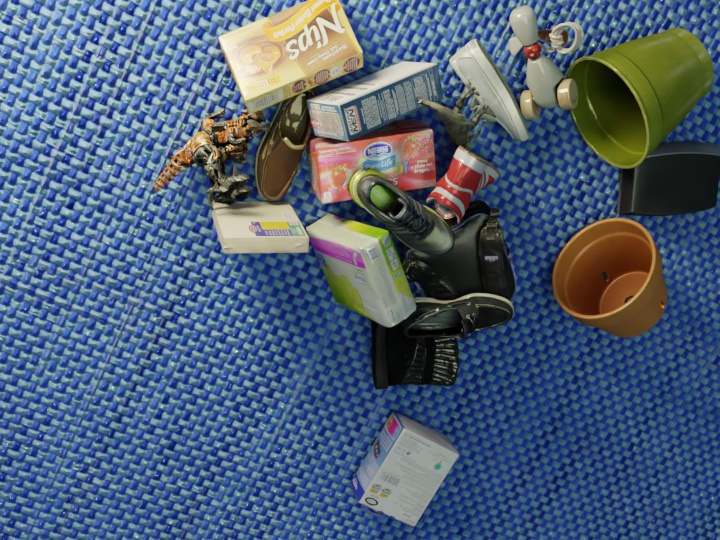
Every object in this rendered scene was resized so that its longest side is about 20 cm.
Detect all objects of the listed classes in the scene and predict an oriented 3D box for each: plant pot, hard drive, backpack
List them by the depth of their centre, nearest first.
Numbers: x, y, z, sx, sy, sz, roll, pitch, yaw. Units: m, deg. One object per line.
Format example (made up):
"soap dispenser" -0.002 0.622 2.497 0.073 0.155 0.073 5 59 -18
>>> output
"plant pot" 0.484 -0.308 1.599 0.191 0.200 0.203 -31 114 -16
"backpack" 0.173 -0.007 1.625 0.197 0.155 0.193 -22 111 11
"plant pot" 0.465 0.027 1.706 0.201 0.200 0.140 -48 130 5
"hard drive" 0.572 -0.165 1.738 0.196 0.042 0.138 -4 109 -14

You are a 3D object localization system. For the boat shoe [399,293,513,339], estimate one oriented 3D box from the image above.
"boat shoe" 0.159 0.083 1.562 0.195 0.067 0.076 3 129 -4

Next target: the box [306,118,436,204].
"box" 0.017 -0.182 1.550 0.196 0.103 0.097 -10 111 -10

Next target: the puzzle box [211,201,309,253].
"puzzle box" -0.162 -0.070 1.486 0.130 0.200 0.026 0 110 -14

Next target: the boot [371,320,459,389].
"boot" 0.099 0.116 1.684 0.154 0.080 0.215 -4 120 -6

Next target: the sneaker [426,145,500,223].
"sneaker" 0.170 -0.137 1.564 0.071 0.200 0.114 32 99 16

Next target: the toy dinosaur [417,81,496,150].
"toy dinosaur" 0.166 -0.251 1.536 0.088 0.048 0.200 -40 150 8

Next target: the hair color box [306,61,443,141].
"hair color box" 0.024 -0.269 1.489 0.198 0.099 0.062 -27 116 -27

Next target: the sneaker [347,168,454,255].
"sneaker" 0.068 -0.084 1.488 0.198 0.081 0.075 32 97 -16

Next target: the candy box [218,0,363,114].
"candy box" -0.106 -0.337 1.459 0.197 0.055 0.117 -23 78 -7

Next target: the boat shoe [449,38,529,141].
"boat shoe" 0.215 -0.292 1.592 0.071 0.071 0.202 -27 119 20

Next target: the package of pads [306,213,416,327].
"package of pads" 0.000 0.000 1.553 0.068 0.199 0.157 -31 115 -20

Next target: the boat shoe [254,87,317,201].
"boat shoe" -0.120 -0.206 1.518 0.073 0.075 0.206 11 105 -18

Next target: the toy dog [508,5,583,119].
"toy dog" 0.305 -0.352 1.571 0.129 0.097 0.203 11 134 16

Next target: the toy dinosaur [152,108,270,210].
"toy dinosaur" -0.230 -0.177 1.499 0.198 0.102 0.138 -31 82 16

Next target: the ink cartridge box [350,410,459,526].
"ink cartridge box" 0.073 0.386 1.774 0.135 0.076 0.202 27 98 -21
